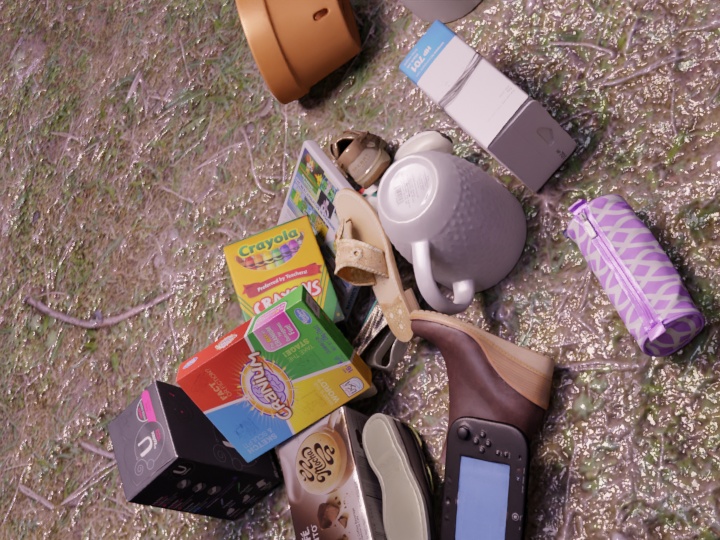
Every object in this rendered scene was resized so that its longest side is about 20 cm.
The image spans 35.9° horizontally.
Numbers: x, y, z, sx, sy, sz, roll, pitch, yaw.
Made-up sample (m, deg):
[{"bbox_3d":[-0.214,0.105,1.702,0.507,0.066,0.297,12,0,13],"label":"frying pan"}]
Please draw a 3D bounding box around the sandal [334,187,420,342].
[{"bbox_3d":[0.003,-0.002,1.392,0.078,0.069,0.214,-38,77,54],"label":"sandal"}]

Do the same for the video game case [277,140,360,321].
[{"bbox_3d":[-0.051,-0.047,1.533,0.201,0.022,0.184,52,134,39],"label":"video game case"}]

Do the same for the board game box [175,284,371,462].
[{"bbox_3d":[-0.107,0.132,1.393,0.199,0.154,0.040,-33,22,16],"label":"board game box"}]

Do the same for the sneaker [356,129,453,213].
[{"bbox_3d":[0.056,-0.096,1.475,0.199,0.070,0.094,-40,40,31],"label":"sneaker"}]

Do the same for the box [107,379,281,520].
[{"bbox_3d":[-0.218,0.242,1.475,0.106,0.199,0.123,-41,52,20],"label":"box"}]

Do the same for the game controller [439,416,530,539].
[{"bbox_3d":[0.142,0.270,1.266,0.103,0.042,0.204,7,96,40],"label":"game controller"}]

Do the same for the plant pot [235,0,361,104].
[{"bbox_3d":[-0.084,-0.364,1.644,0.138,0.200,0.203,-17,61,11],"label":"plant pot"}]

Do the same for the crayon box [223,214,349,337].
[{"bbox_3d":[-0.104,0.014,1.474,0.125,0.051,0.202,-21,59,-2],"label":"crayon box"}]

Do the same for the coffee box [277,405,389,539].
[{"bbox_3d":[-0.024,0.290,1.390,0.112,0.080,0.203,-28,57,23],"label":"coffee box"}]

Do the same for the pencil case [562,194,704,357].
[{"bbox_3d":[0.307,0.001,1.256,0.084,0.085,0.201,-41,53,18],"label":"pencil case"}]

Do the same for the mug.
[{"bbox_3d":[0.103,-0.045,1.368,0.146,0.175,0.203,-14,64,32],"label":"mug"}]

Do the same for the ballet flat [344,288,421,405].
[{"bbox_3d":[0.011,0.115,1.446,0.075,0.068,0.201,37,92,37],"label":"ballet flat"}]

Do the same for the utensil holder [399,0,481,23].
[{"bbox_3d":[0.079,-0.459,1.540,0.168,0.199,0.173,-15,63,31],"label":"utensil holder"}]

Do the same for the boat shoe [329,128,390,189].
[{"bbox_3d":[-0.006,-0.165,1.516,0.072,0.064,0.200,-50,14,4],"label":"boat shoe"}]

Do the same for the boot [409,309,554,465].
[{"bbox_3d":[0.121,0.150,1.324,0.198,0.072,0.169,22,90,23],"label":"boot"}]

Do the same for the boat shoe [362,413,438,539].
[{"bbox_3d":[0.061,0.268,1.347,0.072,0.060,0.204,-39,53,32],"label":"boat shoe"}]

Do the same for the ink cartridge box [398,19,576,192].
[{"bbox_3d":[0.161,-0.209,1.410,0.086,0.146,0.200,-47,51,9],"label":"ink cartridge box"}]
